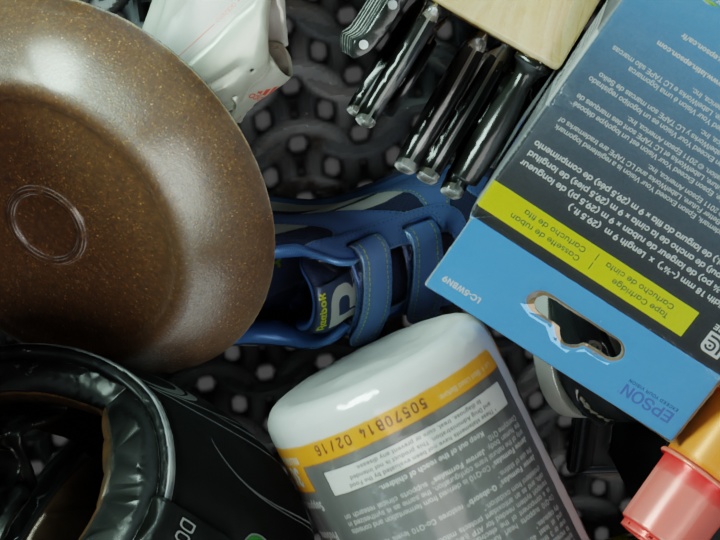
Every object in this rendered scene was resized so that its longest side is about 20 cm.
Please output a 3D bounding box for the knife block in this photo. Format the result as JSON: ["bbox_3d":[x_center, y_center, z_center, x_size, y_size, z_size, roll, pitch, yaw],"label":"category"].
[{"bbox_3d":[0.083,-0.131,1.138,0.199,0.064,0.176,-16,101,-4],"label":"knife block"}]

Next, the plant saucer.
[{"bbox_3d":[-0.135,-0.028,1.130,0.199,0.037,0.201,14,127,19],"label":"plant saucer"}]

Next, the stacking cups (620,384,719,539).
[{"bbox_3d":[0.198,0.052,1.170,0.060,0.060,0.200,37,84,-26],"label":"stacking cups"}]

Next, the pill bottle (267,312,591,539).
[{"bbox_3d":[0.047,0.131,1.168,0.116,0.116,0.201,-25,96,2],"label":"pill bottle"}]

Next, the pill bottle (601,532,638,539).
[{"bbox_3d":[0.136,0.198,1.328,0.199,0.109,0.110,-14,120,-5],"label":"pill bottle"}]

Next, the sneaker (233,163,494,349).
[{"bbox_3d":[0.000,0.000,1.209,0.199,0.082,0.074,-9,118,-11],"label":"sneaker"}]

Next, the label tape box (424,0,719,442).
[{"bbox_3d":[0.143,-0.043,1.130,0.144,0.063,0.200,33,117,-6],"label":"label tape box"}]

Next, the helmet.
[{"bbox_3d":[-0.116,0.141,1.144,0.199,0.200,0.191,-29,142,5],"label":"helmet"}]

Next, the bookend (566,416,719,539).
[{"bbox_3d":[0.228,0.110,1.249,0.198,0.200,0.093,-1,118,-12],"label":"bookend"}]

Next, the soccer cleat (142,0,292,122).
[{"bbox_3d":[-0.075,-0.083,1.154,0.077,0.069,0.201,20,110,-2],"label":"soccer cleat"}]

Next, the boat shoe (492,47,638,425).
[{"bbox_3d":[0.114,-0.023,1.205,0.075,0.060,0.201,-27,110,-36],"label":"boat shoe"}]
